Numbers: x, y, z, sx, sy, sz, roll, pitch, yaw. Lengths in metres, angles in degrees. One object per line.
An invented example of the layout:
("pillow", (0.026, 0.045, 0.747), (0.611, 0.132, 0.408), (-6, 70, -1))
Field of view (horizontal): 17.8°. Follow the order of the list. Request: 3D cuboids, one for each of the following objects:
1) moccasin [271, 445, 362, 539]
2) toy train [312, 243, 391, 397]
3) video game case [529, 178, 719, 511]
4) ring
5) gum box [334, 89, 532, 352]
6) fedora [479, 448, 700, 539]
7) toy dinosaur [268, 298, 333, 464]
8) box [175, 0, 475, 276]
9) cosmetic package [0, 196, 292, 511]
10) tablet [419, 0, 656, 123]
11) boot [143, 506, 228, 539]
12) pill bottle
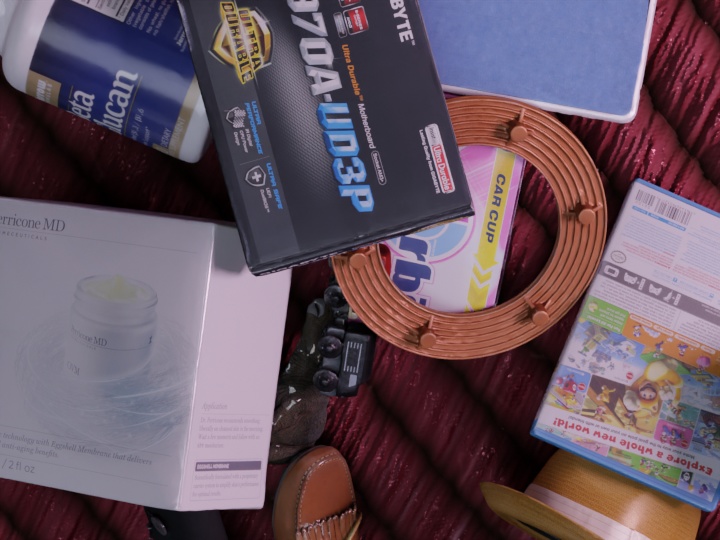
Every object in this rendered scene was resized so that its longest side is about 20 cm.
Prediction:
("moccasin", (-0.026, 0.229, 1.769), (0.078, 0.073, 0.202), (27, 122, 47))
("toy train", (0.000, 0.000, 1.635), (0.046, 0.034, 0.201), (10, 113, 4))
("video game case", (0.224, 0.053, 1.648), (0.143, 0.018, 0.201), (23, 82, -1))
("ring", (0.077, -0.026, 1.610), (0.199, 0.019, 0.201), (-4, 116, -8))
("gum box", (0.054, -0.042, 1.663), (0.113, 0.066, 0.201), (12, 113, 5))
("fedora", (0.187, 0.179, 1.695), (0.200, 0.201, 0.082), (27, 82, -3))
("toy dinosaur", (-0.063, 0.115, 1.738), (0.102, 0.077, 0.201), (1, 131, -27))
("box", (-0.024, -0.112, 1.547), (0.158, 0.046, 0.201), (-15, 86, 2))
("cosmetic package", (-0.168, 0.056, 1.635), (0.198, 0.123, 0.201), (7, 89, 28))
("tablet", (0.104, -0.181, 1.601), (0.199, 0.014, 0.131), (10, 83, 5))
("boot", (-0.110, 0.208, 1.743), (0.164, 0.066, 0.201), (17, 128, 45))
("pill bottle", (-0.185, -0.163, 1.629), (0.199, 0.111, 0.111), (23, 113, 0))
